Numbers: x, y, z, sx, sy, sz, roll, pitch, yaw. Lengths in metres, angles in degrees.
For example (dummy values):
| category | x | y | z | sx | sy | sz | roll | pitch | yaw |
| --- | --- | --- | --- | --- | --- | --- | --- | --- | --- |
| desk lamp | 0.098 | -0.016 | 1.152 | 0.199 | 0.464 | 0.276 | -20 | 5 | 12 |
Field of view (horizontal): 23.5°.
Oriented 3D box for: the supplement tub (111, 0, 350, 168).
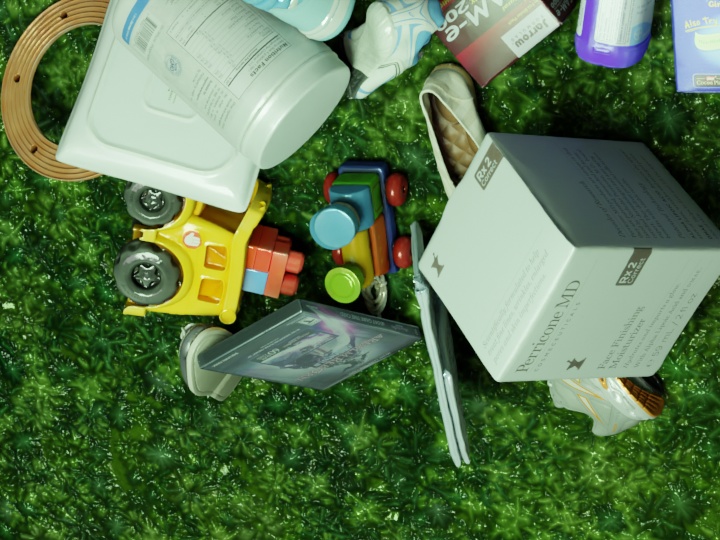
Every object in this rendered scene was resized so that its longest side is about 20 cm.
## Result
| category | x | y | z | sx | sy | sz | roll | pitch | yaw |
| --- | --- | --- | --- | --- | --- | --- | --- | --- | --- |
| supplement tub | -0.123 | -0.206 | 1.626 | 0.200 | 0.132 | 0.132 | 42 | 123 | 9 |

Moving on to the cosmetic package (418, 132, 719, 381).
| category | x | y | z | sx | sy | sz | roll | pitch | yaw |
| --- | --- | --- | --- | --- | --- | --- | --- | --- | --- |
| cosmetic package | 0.195 | -0.012 | 1.594 | 0.165 | 0.200 | 0.165 | 57 | 134 | 38 |

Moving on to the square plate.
| category | x | y | z | sx | sy | sz | roll | pitch | yaw |
| --- | --- | --- | --- | --- | --- | --- | --- | --- | --- |
| square plate | -0.178 | -0.176 | 1.702 | 0.198 | 0.028 | 0.200 | 16 | 77 | 5 |

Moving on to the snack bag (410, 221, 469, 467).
| category | x | y | z | sx | sy | sz | roll | pitch | yaw |
| --- | --- | --- | --- | --- | --- | --- | --- | --- | --- |
| snack bag | 0.079 | 0.066 | 1.723 | 0.021 | 0.189 | 0.200 | -11 | 112 | 5 |

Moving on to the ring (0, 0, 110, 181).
| category | x | y | z | sx | sy | sz | roll | pitch | yaw |
| --- | --- | --- | --- | --- | --- | --- | --- | --- | --- |
| ring | -0.281 | -0.187 | 1.771 | 0.200 | 0.019 | 0.201 | -5 | 77 | 25 |

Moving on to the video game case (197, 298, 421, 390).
| category | x | y | z | sx | sy | sz | roll | pitch | yaw |
| --- | --- | --- | --- | --- | --- | --- | --- | --- | --- |
| video game case | -0.050 | 0.079 | 1.788 | 0.143 | 0.200 | 0.019 | -29 | 63 | 31 |

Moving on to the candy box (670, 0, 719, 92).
| category | x | y | z | sx | sy | sz | roll | pitch | yaw |
| --- | --- | --- | --- | --- | --- | --- | --- | --- | --- |
| candy box | 0.358 | -0.261 | 1.507 | 0.169 | 0.077 | 0.200 | 3 | 118 | 21 |

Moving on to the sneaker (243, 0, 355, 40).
| category | x | y | z | sx | sy | sz | roll | pitch | yaw |
| --- | --- | --- | --- | --- | --- | --- | --- | --- | --- |
| sneaker | -0.058 | -0.318 | 1.548 | 0.079 | 0.130 | 0.200 | -6 | 74 | 49 |

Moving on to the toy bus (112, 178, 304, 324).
| category | x | y | z | sx | sy | sz | roll | pitch | yaw |
| --- | --- | --- | --- | --- | --- | --- | --- | --- | --- |
| toy bus | -0.149 | -0.046 | 1.793 | 0.192 | 0.136 | 0.200 | 11 | 117 | 1 |

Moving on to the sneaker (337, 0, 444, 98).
| category | x | y | z | sx | sy | sz | roll | pitch | yaw |
| --- | --- | --- | --- | --- | --- | --- | --- | --- | --- |
| sneaker | 0.025 | -0.209 | 1.628 | 0.072 | 0.200 | 0.072 | -8 | 84 | -17 |

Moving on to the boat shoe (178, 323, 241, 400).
| category | x | y | z | sx | sy | sz | roll | pitch | yaw |
| --- | --- | --- | --- | --- | --- | --- | --- | --- | --- |
| boat shoe | -0.172 | 0.091 | 1.843 | 0.063 | 0.200 | 0.073 | 34 | 81 | 13 |

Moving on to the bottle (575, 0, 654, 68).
| category | x | y | z | sx | sy | sz | roll | pitch | yaw |
| --- | --- | --- | --- | --- | --- | --- | --- | --- | --- |
| bottle | 0.236 | -0.284 | 1.538 | 0.065 | 0.084 | 0.200 | 14 | 119 | 17 |

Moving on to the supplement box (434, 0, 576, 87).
| category | x | y | z | sx | sy | sz | roll | pitch | yaw |
| --- | --- | --- | --- | --- | --- | --- | --- | --- | --- |
| supplement box | 0.093 | -0.282 | 1.608 | 0.200 | 0.061 | 0.109 | 47 | 124 | -7 |

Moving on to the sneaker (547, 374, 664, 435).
| category | x | y | z | sx | sy | sz | roll | pitch | yaw |
| --- | --- | --- | --- | --- | --- | --- | --- | --- | --- |
| sneaker | 0.209 | 0.094 | 1.752 | 0.200 | 0.076 | 0.092 | 46 | 127 | -4 |

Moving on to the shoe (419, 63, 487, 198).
| category | x | y | z | sx | sy | sz | roll | pitch | yaw |
| --- | --- | --- | --- | --- | --- | --- | --- | --- | --- |
| shoe | 0.103 | -0.103 | 1.700 | 0.070 | 0.053 | 0.200 | -13 | 111 | 26 |

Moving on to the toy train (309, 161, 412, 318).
| category | x | y | z | sx | sy | sz | roll | pitch | yaw |
| --- | --- | --- | --- | --- | --- | --- | --- | --- | --- |
| toy train | 0.000 | 0.000 | 1.757 | 0.085 | 0.116 | 0.200 | 3 | 116 | 20 |
